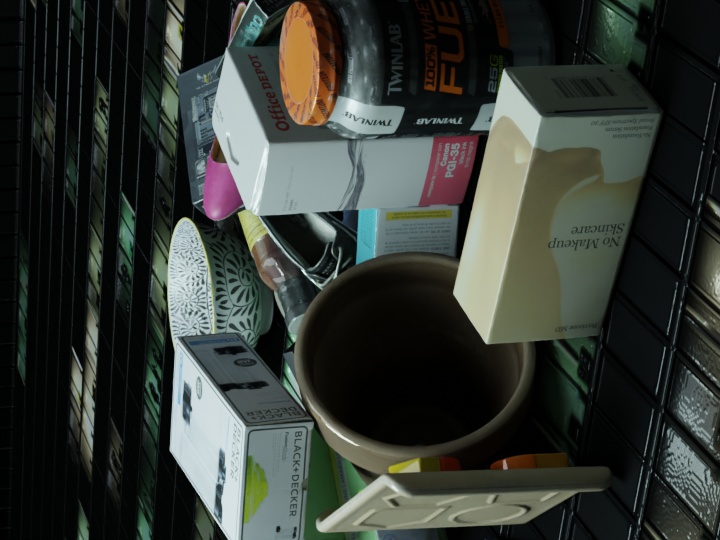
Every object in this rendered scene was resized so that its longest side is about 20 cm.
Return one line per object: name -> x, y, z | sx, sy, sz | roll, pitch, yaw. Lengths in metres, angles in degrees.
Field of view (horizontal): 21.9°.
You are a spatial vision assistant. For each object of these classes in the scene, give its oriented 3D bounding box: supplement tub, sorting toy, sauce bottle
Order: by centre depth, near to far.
sorting toy -> 0.077, 0.174, 1.464 | 0.200, 0.184, 0.037 | 140, 128, -65
supplement tub -> 0.044, -0.167, 1.476 | 0.122, 0.199, 0.123 | 176, 90, -69
sauce bottle -> -0.079, -0.028, 1.851 | 0.066, 0.066, 0.201 | 114, 141, -52

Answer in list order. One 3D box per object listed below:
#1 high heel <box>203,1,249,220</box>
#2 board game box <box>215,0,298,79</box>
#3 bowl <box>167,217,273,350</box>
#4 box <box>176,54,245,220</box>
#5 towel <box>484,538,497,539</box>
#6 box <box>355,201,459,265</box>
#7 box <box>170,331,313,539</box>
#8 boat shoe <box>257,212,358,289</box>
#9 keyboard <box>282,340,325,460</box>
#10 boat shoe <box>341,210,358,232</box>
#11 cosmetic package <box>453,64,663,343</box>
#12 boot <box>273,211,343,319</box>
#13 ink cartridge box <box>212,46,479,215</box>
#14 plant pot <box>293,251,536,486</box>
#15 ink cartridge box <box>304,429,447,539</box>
high heel -> -0.119, -0.152, 1.763 | 0.067, 0.096, 0.201 | 15, 74, 36
board game box -> -0.039, -0.253, 1.710 | 0.028, 0.200, 0.135 | 48, 151, 6
bowl -> -0.160, 0.035, 2.208 | 0.201, 0.094, 0.202 | 177, 90, -70
box -> -0.081, -0.157, 1.838 | 0.051, 0.199, 0.159 | 38, -145, -55
towel -> 0.145, 0.304, 1.535 | 0.200, 0.024, 0.148 | 180, 85, -71
box -> 0.039, 0.030, 1.691 | 0.049, 0.082, 0.201 | -137, 48, -63
box -> -0.104, 0.140, 1.573 | 0.200, 0.060, 0.117 | -137, 48, -60
boat shoe -> -0.028, -0.009, 1.743 | 0.200, 0.071, 0.072 | 38, 109, 10
keyboard -> -0.023, 0.162, 1.766 | 0.201, 0.021, 0.127 | 63, -156, -9
boat shoe -> 0.000, 0.000, 1.807 | 0.084, 0.068, 0.201 | 148, 117, -67
cosmetic package -> 0.143, -0.048, 1.369 | 0.071, 0.105, 0.201 | -120, 31, -49
boot -> -0.040, -0.036, 1.910 | 0.154, 0.073, 0.204 | 119, 141, -51
ink cartridge box -> -0.015, -0.127, 1.640 | 0.147, 0.199, 0.083 | -115, 29, -44
plant pot -> 0.046, 0.113, 1.571 | 0.175, 0.199, 0.201 | 87, 168, -55
ink cartridge box -> -0.007, 0.203, 1.684 | 0.048, 0.199, 0.146 | -27, 64, 34
